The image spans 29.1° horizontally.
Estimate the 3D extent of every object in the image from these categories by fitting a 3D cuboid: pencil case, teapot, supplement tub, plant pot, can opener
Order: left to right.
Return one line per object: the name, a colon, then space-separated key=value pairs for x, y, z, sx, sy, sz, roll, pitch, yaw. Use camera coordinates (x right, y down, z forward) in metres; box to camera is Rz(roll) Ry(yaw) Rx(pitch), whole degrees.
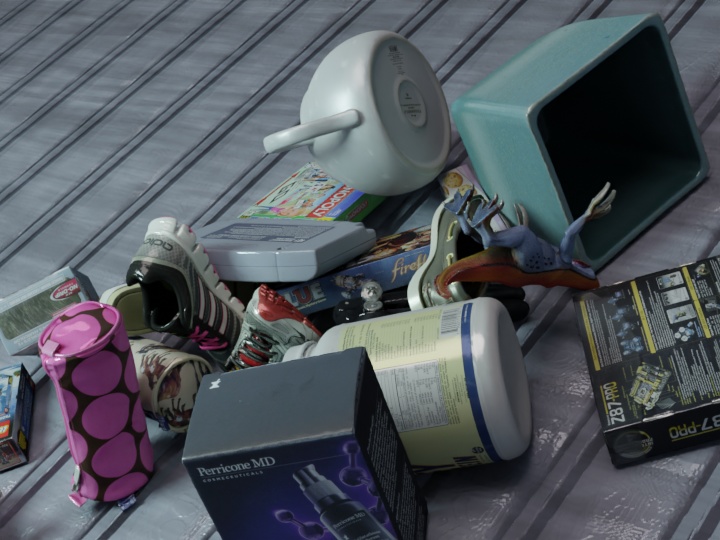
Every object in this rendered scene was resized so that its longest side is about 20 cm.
pencil case: x=-0.256 y=0.131 z=1.336 sx=0.093 sy=0.201 sz=0.091 roll=-26 pitch=37 yaw=-28
pencil case: x=-0.237 y=0.114 z=1.450 sx=0.078 sy=0.090 sz=0.199 roll=-11 pitch=16 yaw=-43
teapot: x=-0.002 y=-0.166 z=1.569 sx=0.145 sy=0.200 sz=0.198 roll=-17 pitch=46 yaw=32
supplement tub: x=0.042 y=0.110 z=1.242 sx=0.199 sy=0.145 sz=0.145 roll=-12 pitch=35 yaw=16
can opener: x=0.069 y=0.041 z=1.393 sx=0.199 sy=0.079 sz=0.064 roll=-12 pitch=42 yaw=-4
plant pot: x=0.211 y=-0.145 z=1.470 sx=0.196 sy=0.196 sz=0.200 roll=-37 pitch=29 yaw=-21

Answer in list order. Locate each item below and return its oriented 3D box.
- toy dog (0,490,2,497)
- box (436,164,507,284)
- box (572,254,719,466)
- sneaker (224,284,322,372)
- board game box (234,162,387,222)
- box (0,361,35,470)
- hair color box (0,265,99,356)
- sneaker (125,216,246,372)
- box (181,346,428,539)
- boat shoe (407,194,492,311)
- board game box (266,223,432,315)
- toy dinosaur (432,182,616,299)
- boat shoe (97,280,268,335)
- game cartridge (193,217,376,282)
toy dog: x=-0.428 y=0.258 z=1.344 sx=0.194 sy=0.139 sz=0.200 roll=-51 pitch=27 yaw=25
box: x=0.130 y=-0.050 z=1.507 sx=0.041 sy=0.039 sz=0.200 roll=-23 pitch=34 yaw=0
box: x=0.283 y=0.074 z=1.242 sx=0.160 sy=0.049 sz=0.200 roll=-15 pitch=34 yaw=9
sneaker: x=-0.087 y=0.083 z=1.341 sx=0.078 sy=0.200 sz=0.082 roll=38 pitch=69 yaw=16
board game box: x=-0.056 y=-0.073 z=1.619 sx=0.134 sy=0.029 sz=0.200 roll=3 pitch=29 yaw=33
box: x=-0.458 y=0.185 z=1.519 sx=0.199 sy=0.040 sz=0.137 roll=-20 pitch=33 yaw=4
hair color box: x=-0.341 y=0.047 z=1.535 sx=0.099 sy=0.061 sz=0.200 roll=-27 pitch=0 yaw=-7
sneaker: x=-0.172 y=0.047 z=1.405 sx=0.073 sy=0.200 sz=0.088 roll=-4 pitch=37 yaw=42
box: x=-0.040 y=0.178 z=1.146 sx=0.147 sy=0.201 sz=0.105 roll=-12 pitch=35 yaw=15
boat shoe: x=0.102 y=-0.015 z=1.352 sx=0.060 sy=0.072 sz=0.202 roll=-23 pitch=24 yaw=31
board game box: x=0.000 y=0.000 z=1.471 sx=0.199 sy=0.035 sz=0.136 roll=-17 pitch=10 yaw=9
toy dinosaur: x=0.154 y=-0.008 z=1.318 sx=0.105 sy=0.181 sz=0.200 roll=5 pitch=58 yaw=56
boat shoe: x=-0.186 y=0.030 z=1.498 sx=0.199 sy=0.075 sz=0.068 roll=-1 pitch=8 yaw=-30
game cartridge: x=-0.100 y=-0.022 z=1.458 sx=0.199 sy=0.041 sz=0.133 roll=3 pitch=14 yaw=34
